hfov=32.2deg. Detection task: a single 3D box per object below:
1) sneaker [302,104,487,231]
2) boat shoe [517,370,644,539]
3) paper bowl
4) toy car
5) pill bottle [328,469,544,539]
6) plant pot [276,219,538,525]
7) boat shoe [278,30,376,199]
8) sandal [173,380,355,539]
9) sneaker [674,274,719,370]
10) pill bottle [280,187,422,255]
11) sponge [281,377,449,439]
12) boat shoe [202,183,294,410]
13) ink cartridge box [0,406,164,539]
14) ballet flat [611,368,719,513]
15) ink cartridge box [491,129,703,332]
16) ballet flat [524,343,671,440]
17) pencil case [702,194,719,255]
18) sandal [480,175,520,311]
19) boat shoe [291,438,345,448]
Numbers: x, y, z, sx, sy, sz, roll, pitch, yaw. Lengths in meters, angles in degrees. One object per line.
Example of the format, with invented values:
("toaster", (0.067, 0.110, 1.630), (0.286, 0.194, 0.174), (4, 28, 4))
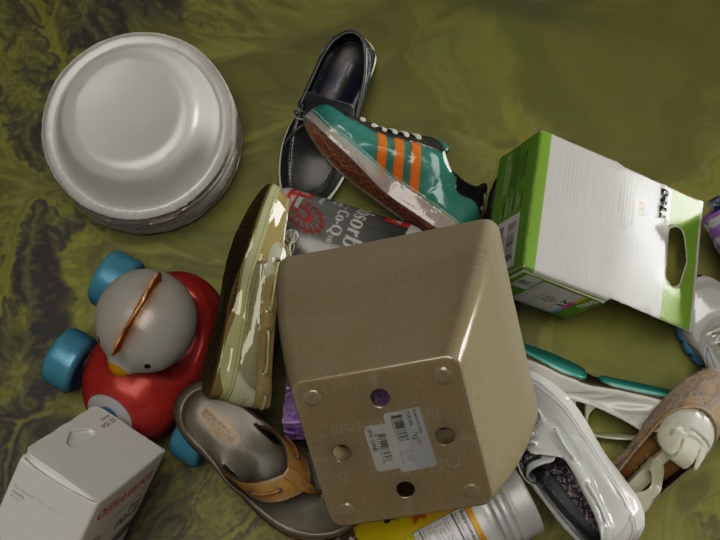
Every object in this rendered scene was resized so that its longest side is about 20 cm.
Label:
("sneaker", (0.037, -0.109, 1.239), (0.199, 0.071, 0.080), (38, 77, -5))
("boat shoe", (0.174, 0.174, 1.142), (0.072, 0.068, 0.201), (-51, 60, 36))
("paper bowl", (-0.225, -0.145, 1.271), (0.199, 0.104, 0.203), (-1, 78, 3))
("toy car", (-0.205, 0.069, 1.169), (0.183, 0.200, 0.178), (28, 80, 9))
("pill bottle", (0.066, 0.254, 1.159), (0.199, 0.109, 0.110), (-27, 77, -4))
("plant pot", (0.033, 0.098, 1.039), (0.198, 0.177, 0.201), (-10, 112, 12))
("boat shoe", (-0.036, -0.157, 1.285), (0.074, 0.062, 0.202), (19, 80, 5))
("sandal", (-0.083, 0.170, 1.125), (0.200, 0.055, 0.082), (42, 72, 1))
("sneaker", (0.365, 0.092, 1.194), (0.074, 0.087, 0.201), (-22, 76, -1))
("pill bottle", (0.000, 0.000, 1.218), (0.198, 0.116, 0.117), (17, 78, 6))
("sponge", (0.027, 0.114, 1.208), (0.198, 0.030, 0.112), (0, 45, 4))
("boat shoe", (-0.090, 0.023, 1.133), (0.063, 0.073, 0.203), (16, 76, -18))
("ink cartridge box", (-0.273, 0.242, 1.123), (0.082, 0.146, 0.201), (30, 107, 8))
("ballet flat", (0.279, 0.178, 1.156), (0.068, 0.067, 0.200), (36, 104, -7))
("ink cartridge box", (0.229, -0.026, 1.217), (0.199, 0.076, 0.149), (20, 66, -21))
("ballet flat", (0.215, 0.124, 1.210), (0.198, 0.069, 0.070), (18, 78, 6))
("pencil case", (0.410, 0.011, 1.210), (0.085, 0.084, 0.201), (-34, 76, 40))
("sandal", (0.144, -0.027, 1.245), (0.075, 0.045, 0.201), (29, 64, -12))
("boat shoe", (-0.015, 0.200, 1.197), (0.199, 0.066, 0.072), (-10, 47, -3))
